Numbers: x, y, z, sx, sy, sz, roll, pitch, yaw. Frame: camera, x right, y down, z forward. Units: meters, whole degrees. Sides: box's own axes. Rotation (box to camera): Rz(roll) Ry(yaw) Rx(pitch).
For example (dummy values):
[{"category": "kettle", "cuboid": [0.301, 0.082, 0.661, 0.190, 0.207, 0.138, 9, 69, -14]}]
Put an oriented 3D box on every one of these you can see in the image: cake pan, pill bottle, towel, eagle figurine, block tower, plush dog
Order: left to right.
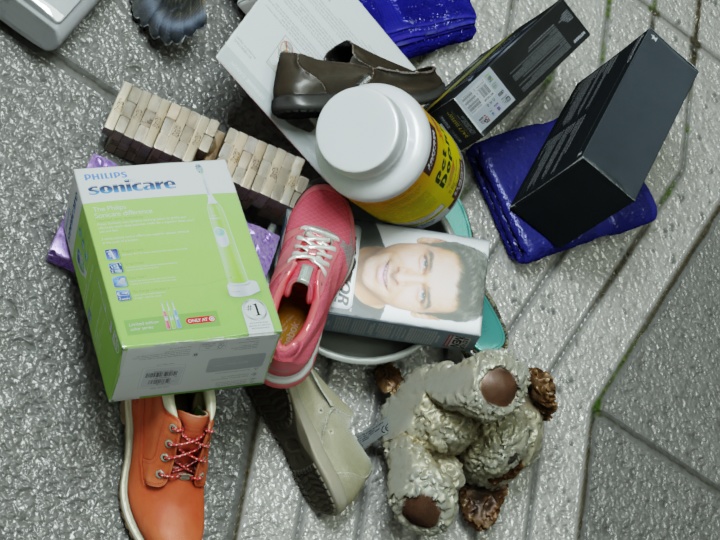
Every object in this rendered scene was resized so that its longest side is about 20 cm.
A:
[{"category": "block tower", "cuboid": [-0.149, -0.111, 1.696, 0.199, 0.058, 0.054, 24, 67, -11]}, {"category": "eagle figurine", "cuboid": [-0.143, -0.322, 1.763, 0.151, 0.151, 0.201, 9, 102, 13]}, {"category": "cake pan", "cuboid": [0.000, 0.000, 1.742, 0.199, 0.037, 0.201, 2, 72, -7]}, {"category": "towel", "cuboid": [0.025, -0.294, 1.869, 0.199, 0.049, 0.148, -20, 86, -33]}, {"category": "pill bottle", "cuboid": [0.025, -0.107, 1.633, 0.200, 0.109, 0.110, 29, 50, -71]}, {"category": "plush dog", "cuboid": [0.107, 0.159, 1.748, 0.171, 0.160, 0.201, 24, 100, -36]}, {"category": "towel", "cuboid": [0.219, -0.093, 1.935, 0.199, 0.050, 0.148, -18, 77, -33]}]

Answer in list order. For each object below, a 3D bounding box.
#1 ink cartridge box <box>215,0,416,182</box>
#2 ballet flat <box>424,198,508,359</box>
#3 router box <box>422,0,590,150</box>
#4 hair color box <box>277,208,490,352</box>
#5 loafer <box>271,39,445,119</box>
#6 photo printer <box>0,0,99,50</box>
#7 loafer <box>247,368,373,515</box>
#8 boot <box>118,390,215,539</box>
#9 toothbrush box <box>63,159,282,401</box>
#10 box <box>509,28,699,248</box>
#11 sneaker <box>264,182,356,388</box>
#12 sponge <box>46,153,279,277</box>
[{"category": "ink cartridge box", "cuboid": [-0.047, -0.197, 1.734, 0.200, 0.043, 0.174, 48, 60, -26]}, {"category": "ballet flat", "cuboid": [0.094, 0.009, 1.810, 0.067, 0.075, 0.201, -17, 77, -17]}, {"category": "router box", "cuboid": [0.128, -0.186, 1.841, 0.052, 0.157, 0.200, 51, 58, -7]}, {"category": "hair color box", "cuboid": [0.019, 0.010, 1.689, 0.199, 0.061, 0.100, 9, 71, -5]}, {"category": "loafer", "cuboid": [0.001, -0.188, 1.697, 0.199, 0.073, 0.072, -8, 91, -40]}, {"category": "photo printer", "cuboid": [-0.297, -0.327, 1.678, 0.166, 0.069, 0.200, 37, 59, -3]}, {"category": "loafer", "cuboid": [-0.050, 0.134, 1.691, 0.068, 0.076, 0.201, -27, 99, -35]}, {"category": "boot", "cuboid": [-0.168, 0.169, 1.588, 0.075, 0.107, 0.201, -1, 77, -32]}, {"category": "toothbrush box", "cuboid": [-0.170, 0.005, 1.564, 0.145, 0.086, 0.201, -6, 55, -22]}, {"category": "box", "cuboid": [0.258, -0.139, 1.861, 0.079, 0.141, 0.200, 37, 57, -9]}, {"category": "sneaker", "cuboid": [-0.044, 0.006, 1.605, 0.073, 0.087, 0.201, 15, 69, -1]}, {"category": "sponge", "cuboid": [-0.184, -0.021, 1.664, 0.199, 0.030, 0.112, 24, 63, -10]}]
